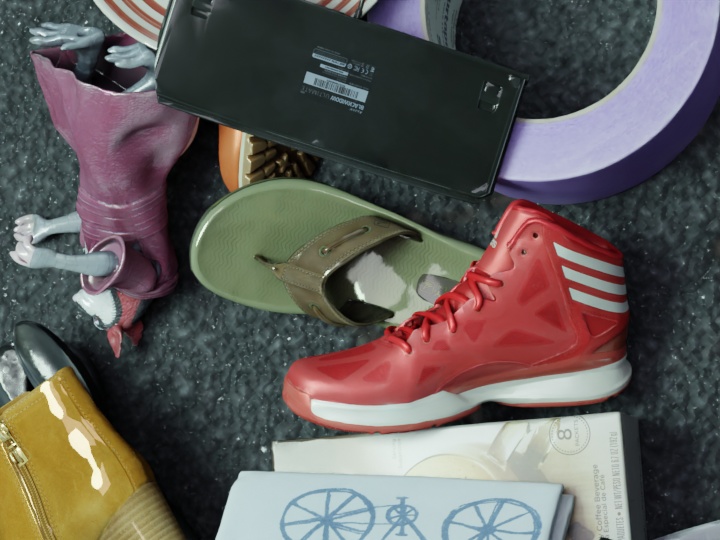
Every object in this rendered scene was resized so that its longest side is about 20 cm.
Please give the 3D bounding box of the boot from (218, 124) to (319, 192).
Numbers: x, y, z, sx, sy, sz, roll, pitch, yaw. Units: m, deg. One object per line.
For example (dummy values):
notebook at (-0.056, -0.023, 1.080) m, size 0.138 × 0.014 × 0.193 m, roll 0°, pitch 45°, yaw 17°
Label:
boot at (-0.071, -0.134, 1.281) m, size 0.107 × 0.075 × 0.202 m, roll 4°, pitch 88°, yaw 33°

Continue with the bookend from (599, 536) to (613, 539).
bookend at (0.196, 0.264, 1.093) m, size 0.198 × 0.092 × 0.200 m, roll 12°, pitch 118°, yaw 14°

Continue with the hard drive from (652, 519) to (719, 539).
hard drive at (0.265, 0.189, 1.156) m, size 0.198 × 0.042 × 0.136 m, roll -12°, pitch 80°, yaw 14°

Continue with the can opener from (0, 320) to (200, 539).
can opener at (-0.155, 0.121, 1.269) m, size 0.063 × 0.079 × 0.201 m, roll -33°, pitch 86°, yaw 4°

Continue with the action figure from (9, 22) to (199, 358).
action figure at (-0.136, -0.047, 1.262) m, size 0.148 × 0.134 × 0.201 m, roll -10°, pitch 115°, yaw -9°

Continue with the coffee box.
coffee box at (0.057, 0.144, 1.198) m, size 0.198 × 0.080 × 0.114 m, roll -6°, pitch 82°, yaw 14°

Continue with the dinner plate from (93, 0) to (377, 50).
dinner plate at (-0.066, -0.203, 1.211) m, size 0.198 × 0.024 × 0.202 m, roll -1°, pitch 69°, yaw 2°

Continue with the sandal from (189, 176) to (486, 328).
sandal at (0.001, -0.001, 1.222) m, size 0.199 × 0.057 × 0.080 m, roll 13°, pitch 102°, yaw 3°

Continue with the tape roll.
tape roll at (0.109, -0.143, 1.219) m, size 0.198 × 0.085 × 0.202 m, roll -2°, pitch 83°, yaw 14°

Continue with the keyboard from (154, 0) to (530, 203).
keyboard at (-0.006, -0.123, 1.160) m, size 0.199 × 0.021 × 0.128 m, roll 18°, pitch 96°, yaw -5°

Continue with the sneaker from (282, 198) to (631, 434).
sneaker at (0.052, 0.018, 1.177) m, size 0.198 × 0.078 × 0.116 m, roll -8°, pitch 111°, yaw -17°

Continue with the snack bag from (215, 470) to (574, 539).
snack bag at (0.005, 0.175, 1.088) m, size 0.187 × 0.201 × 0.022 m, roll 1°, pitch 127°, yaw 14°

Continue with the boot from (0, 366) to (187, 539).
boot at (-0.190, 0.153, 1.240) m, size 0.201 × 0.071 × 0.144 m, roll -41°, pitch 81°, yaw 32°
